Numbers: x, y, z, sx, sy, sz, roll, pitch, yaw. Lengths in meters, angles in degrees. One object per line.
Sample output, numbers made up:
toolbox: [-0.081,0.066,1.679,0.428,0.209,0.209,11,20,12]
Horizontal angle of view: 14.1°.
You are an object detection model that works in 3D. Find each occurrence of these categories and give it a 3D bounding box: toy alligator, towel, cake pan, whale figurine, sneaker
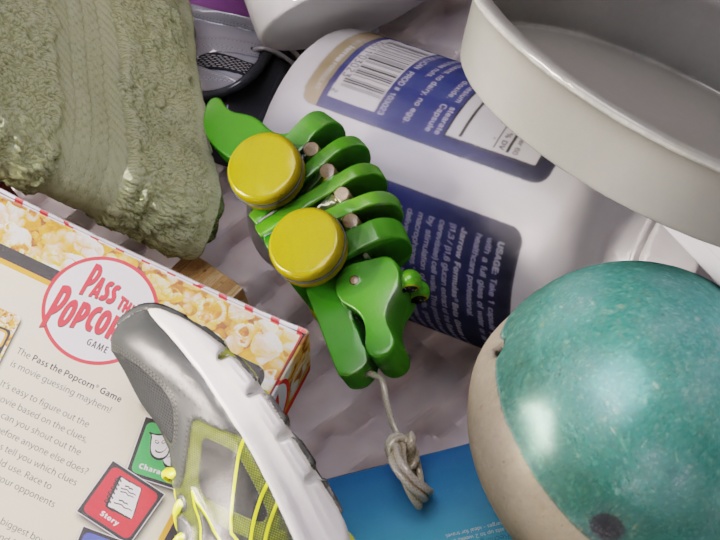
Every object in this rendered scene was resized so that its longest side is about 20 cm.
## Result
toy alligator: [0.000,0.000,1.138,0.054,0.059,0.200,-32,61,3]
towel: [-0.127,-0.094,1.205,0.037,0.148,0.200,-51,30,29]
cake pan: [0.124,-0.064,1.109,0.199,0.037,0.200,21,23,-10]
whale figurine: [0.137,0.075,1.080,0.200,0.104,0.159,36,34,-14]
sneaker: [-0.042,0.104,1.028,0.084,0.074,0.200,-32,79,-3]
sneaker: [-0.027,-0.096,1.317,0.199,0.078,0.140,-16,54,12]

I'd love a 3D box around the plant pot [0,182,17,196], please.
plant pot: [-0.224,0.004,1.217,0.199,0.178,0.201,-6,52,8]

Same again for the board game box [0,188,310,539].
board game box: [-0.129,0.083,1.092,0.151,0.046,0.201,25,70,9]

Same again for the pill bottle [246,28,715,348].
pill bottle: [0.062,-0.022,1.214,0.199,0.111,0.111,21,61,25]

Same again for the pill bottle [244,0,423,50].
pill bottle: [-0.037,-0.203,1.257,0.112,0.112,0.201,-18,79,-1]

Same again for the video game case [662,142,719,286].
video game case: [0.206,0.002,1.128,0.199,0.018,0.143,9,28,-36]

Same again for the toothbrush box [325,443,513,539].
toothbrush box: [0.025,0.176,1.092,0.146,0.085,0.201,-15,52,1]

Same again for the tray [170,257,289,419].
tray: [-0.118,0.093,1.176,0.037,0.099,0.200,32,66,31]
